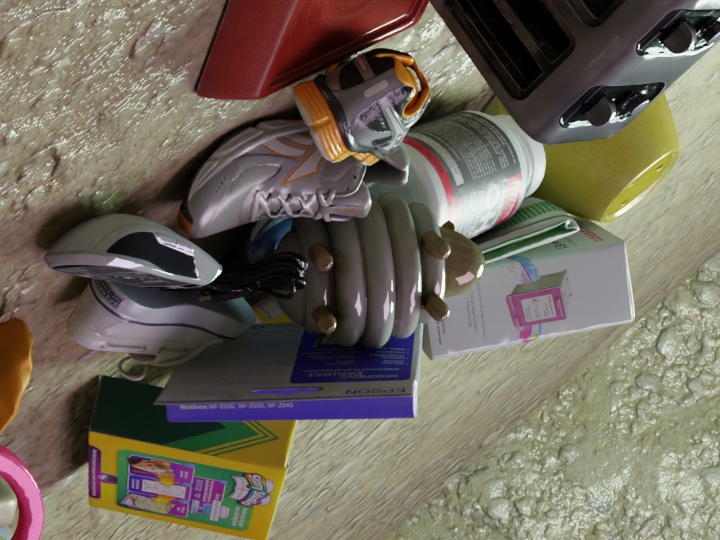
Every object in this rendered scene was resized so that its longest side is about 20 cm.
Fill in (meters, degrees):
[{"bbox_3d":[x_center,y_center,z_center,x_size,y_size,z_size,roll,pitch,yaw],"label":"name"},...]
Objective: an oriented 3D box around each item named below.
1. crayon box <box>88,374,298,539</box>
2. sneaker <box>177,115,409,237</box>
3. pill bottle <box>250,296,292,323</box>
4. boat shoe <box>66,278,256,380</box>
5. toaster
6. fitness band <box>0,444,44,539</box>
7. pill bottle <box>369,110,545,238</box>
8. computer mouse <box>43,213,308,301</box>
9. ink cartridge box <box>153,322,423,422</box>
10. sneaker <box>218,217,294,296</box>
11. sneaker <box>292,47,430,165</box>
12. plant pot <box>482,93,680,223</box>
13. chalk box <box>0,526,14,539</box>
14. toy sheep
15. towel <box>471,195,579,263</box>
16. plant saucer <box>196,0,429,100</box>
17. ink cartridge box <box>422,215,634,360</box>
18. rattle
[{"bbox_3d":[-0.153,0.171,1.494,0.200,0.172,0.058,108,-8,-62],"label":"crayon box"},{"bbox_3d":[-0.042,-0.067,1.242,0.200,0.092,0.076,-32,162,-30],"label":"sneaker"},{"bbox_3d":[-0.053,0.071,1.539,0.200,0.112,0.112,-28,161,-18],"label":"pill bottle"},{"bbox_3d":[-0.160,0.045,1.299,0.086,0.075,0.202,-46,162,16],"label":"boat shoe"},{"bbox_3d":[0.161,-0.213,1.182,0.119,0.200,0.181,-18,160,-50],"label":"toaster"},{"bbox_3d":[-0.331,0.212,1.257,0.200,0.037,0.144,-36,120,-16],"label":"fitness band"},{"bbox_3d":[0.077,-0.079,1.461,0.200,0.111,0.111,-24,157,-49],"label":"pill bottle"},{"bbox_3d":[-0.137,-0.011,1.182,0.110,0.044,0.200,-2,171,35],"label":"computer mouse"},{"bbox_3d":[-0.051,0.087,1.329,0.198,0.043,0.200,-2,-166,5],"label":"ink cartridge box"},{"bbox_3d":[-0.046,-0.003,1.414,0.079,0.089,0.200,-48,161,22],"label":"sneaker"},{"bbox_3d":[0.015,-0.121,1.180,0.077,0.078,0.200,-28,-174,14],"label":"sneaker"},{"bbox_3d":[0.224,-0.130,1.617,0.200,0.142,0.200,-37,164,-13],"label":"plant pot"},{"bbox_3d":[-0.326,0.274,1.374,0.125,0.200,0.124,-38,-163,-7],"label":"chalk box"},{"bbox_3d":[0.000,0.000,1.315,0.200,0.138,0.138,-1,153,-11],"label":"toy sheep"},{"bbox_3d":[0.102,-0.035,1.557,0.153,0.023,0.200,-21,-166,-11],"label":"towel"},{"bbox_3d":[0.000,-0.198,1.089,0.200,0.037,0.200,-30,161,-35],"label":"plant saucer"},{"bbox_3d":[0.144,0.012,1.593,0.200,0.085,0.145,-9,-166,-8],"label":"ink cartridge box"},{"bbox_3d":[-0.320,0.109,1.108,0.200,0.130,0.143,9,121,-36],"label":"rattle"}]
